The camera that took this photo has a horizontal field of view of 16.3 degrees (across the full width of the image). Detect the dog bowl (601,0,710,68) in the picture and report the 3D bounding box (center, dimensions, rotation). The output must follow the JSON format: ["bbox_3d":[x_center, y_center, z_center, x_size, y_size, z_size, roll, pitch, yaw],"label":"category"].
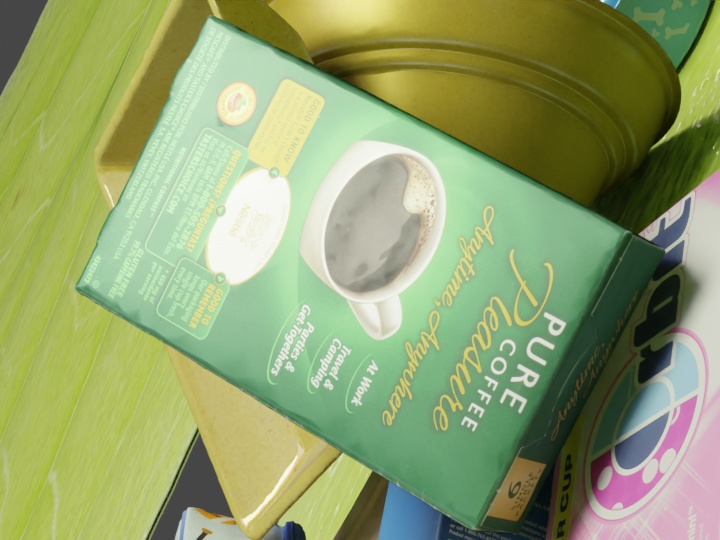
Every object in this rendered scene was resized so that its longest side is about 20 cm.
[{"bbox_3d":[0.102,-0.105,1.220,0.200,0.049,0.112,-47,26,44],"label":"dog bowl"}]

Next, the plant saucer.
[{"bbox_3d":[-0.039,-0.006,1.077,0.201,0.048,0.200,67,154,14],"label":"plant saucer"}]

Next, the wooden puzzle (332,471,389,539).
[{"bbox_3d":[0.013,0.169,1.079,0.185,0.037,0.201,117,160,-52],"label":"wooden puzzle"}]

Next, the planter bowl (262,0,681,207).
[{"bbox_3d":[0.038,-0.050,1.104,0.200,0.200,0.084,-33,43,57],"label":"planter bowl"}]

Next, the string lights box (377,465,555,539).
[{"bbox_3d":[0.067,0.093,0.989,0.059,0.102,0.201,-43,29,51],"label":"string lights box"}]

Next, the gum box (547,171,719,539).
[{"bbox_3d":[0.126,0.063,0.899,0.113,0.066,0.201,-40,31,49],"label":"gum box"}]

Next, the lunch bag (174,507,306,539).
[{"bbox_3d":[-0.065,0.212,1.164,0.161,0.075,0.201,-86,6,-50],"label":"lunch bag"}]

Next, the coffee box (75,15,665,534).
[{"bbox_3d":[0.000,0.000,0.931,0.200,0.044,0.123,28,93,27],"label":"coffee box"}]
